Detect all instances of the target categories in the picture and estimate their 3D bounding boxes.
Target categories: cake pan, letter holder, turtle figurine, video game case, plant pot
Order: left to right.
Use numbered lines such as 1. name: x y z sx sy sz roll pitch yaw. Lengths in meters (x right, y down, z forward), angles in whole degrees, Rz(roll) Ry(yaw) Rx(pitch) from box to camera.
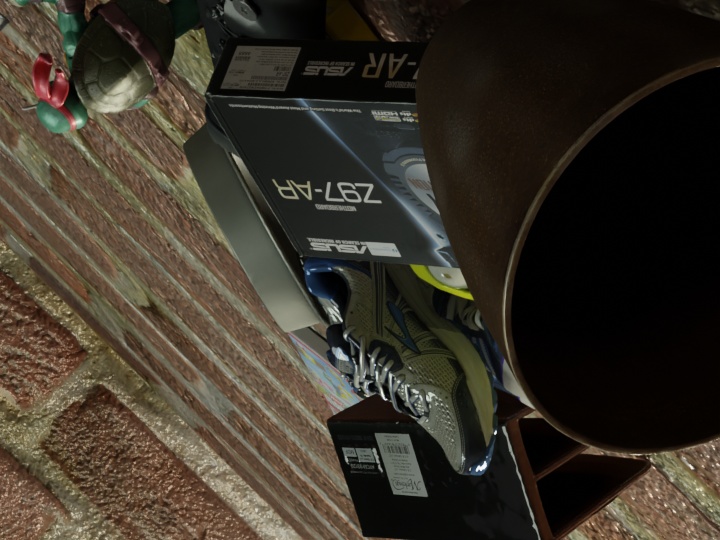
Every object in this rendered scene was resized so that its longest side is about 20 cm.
1. turtle figurine: -0.158 -0.149 1.315 0.101 0.200 0.150 34 163 36
2. cake pan: -0.086 -0.035 1.659 0.201 0.037 0.200 62 -179 -2
3. video game case: 0.000 0.139 2.134 0.143 0.017 0.200 37 165 31
4. letter holder: 0.100 0.130 1.551 0.200 0.142 0.101 -4 108 50
5. plant pot: 0.107 -0.049 0.931 0.187 0.187 0.200 54 179 -36

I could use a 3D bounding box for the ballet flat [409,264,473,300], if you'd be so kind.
1. ballet flat: 0.092 -0.007 1.244 0.199 0.067 0.067 20 -174 38

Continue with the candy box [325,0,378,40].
1. candy box: 0.019 -0.095 1.331 0.200 0.026 0.102 51 167 -24

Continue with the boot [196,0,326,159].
1. boot: -0.028 -0.123 1.234 0.164 0.066 0.200 25 147 15

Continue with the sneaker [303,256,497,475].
1. sneaker: 0.021 0.059 1.357 0.077 0.085 0.200 102 146 -49

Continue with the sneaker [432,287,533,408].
1. sneaker: 0.077 0.019 1.382 0.146 0.081 0.200 36 171 18

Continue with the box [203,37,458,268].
1. box: 0.032 -0.063 1.161 0.199 0.044 0.160 5 148 24

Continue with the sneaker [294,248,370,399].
1. sneaker: 0.000 0.000 1.611 0.076 0.077 0.201 -80 -31 -66
